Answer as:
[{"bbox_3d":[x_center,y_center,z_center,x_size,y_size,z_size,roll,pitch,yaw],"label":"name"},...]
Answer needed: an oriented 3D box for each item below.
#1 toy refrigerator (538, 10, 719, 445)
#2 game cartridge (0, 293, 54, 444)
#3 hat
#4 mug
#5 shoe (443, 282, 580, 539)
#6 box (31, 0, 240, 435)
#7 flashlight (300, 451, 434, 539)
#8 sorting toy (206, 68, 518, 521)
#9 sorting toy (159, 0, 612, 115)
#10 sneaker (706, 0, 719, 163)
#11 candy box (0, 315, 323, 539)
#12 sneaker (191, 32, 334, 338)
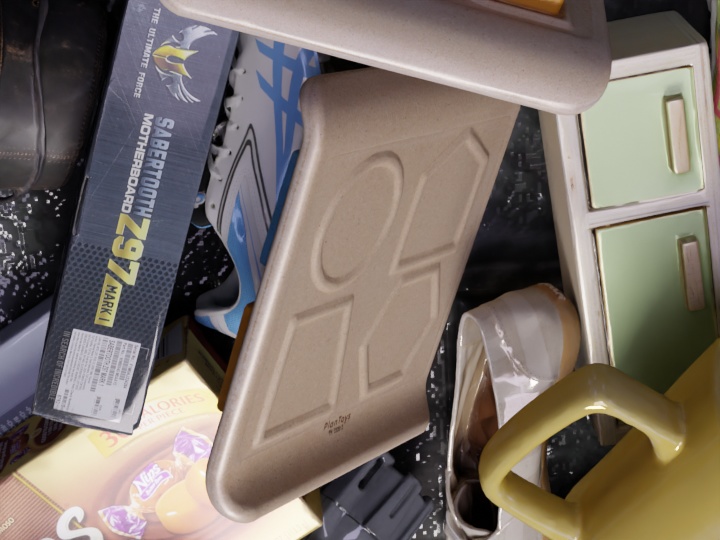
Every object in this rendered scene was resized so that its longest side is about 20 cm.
[{"bbox_3d":[0.138,-0.018,0.840,0.076,0.070,0.200,-10,113,0],"label":"toy refrigerator"},{"bbox_3d":[-0.133,0.110,0.890,0.133,0.040,0.200,-32,112,12],"label":"game cartridge"},{"bbox_3d":[-0.153,-0.092,0.731,0.081,0.201,0.201,-1,114,-25],"label":"hat"},{"bbox_3d":[0.159,0.110,0.805,0.187,0.149,0.153,48,129,1],"label":"mug"},{"bbox_3d":[0.065,0.100,0.874,0.053,0.070,0.200,-12,120,-36],"label":"shoe"},{"bbox_3d":[-0.097,-0.051,0.759,0.051,0.158,0.200,13,110,-11],"label":"box"},{"bbox_3d":[-0.040,0.184,0.873,0.068,0.068,0.200,42,74,-5],"label":"flashlight"},{"bbox_3d":[0.000,0.000,0.787,0.036,0.185,0.200,23,112,26],"label":"sorting toy"},{"bbox_3d":[0.014,-0.160,0.707,0.185,0.200,0.037,14,135,-10],"label":"sorting toy"},{"bbox_3d":[0.203,-0.084,0.807,0.078,0.090,0.200,-15,115,0],"label":"sneaker"},{"bbox_3d":[-0.133,0.126,0.849,0.200,0.056,0.117,-33,112,8],"label":"candy box"},{"bbox_3d":[-0.049,-0.058,0.807,0.072,0.072,0.200,-1,111,-9],"label":"sneaker"}]
